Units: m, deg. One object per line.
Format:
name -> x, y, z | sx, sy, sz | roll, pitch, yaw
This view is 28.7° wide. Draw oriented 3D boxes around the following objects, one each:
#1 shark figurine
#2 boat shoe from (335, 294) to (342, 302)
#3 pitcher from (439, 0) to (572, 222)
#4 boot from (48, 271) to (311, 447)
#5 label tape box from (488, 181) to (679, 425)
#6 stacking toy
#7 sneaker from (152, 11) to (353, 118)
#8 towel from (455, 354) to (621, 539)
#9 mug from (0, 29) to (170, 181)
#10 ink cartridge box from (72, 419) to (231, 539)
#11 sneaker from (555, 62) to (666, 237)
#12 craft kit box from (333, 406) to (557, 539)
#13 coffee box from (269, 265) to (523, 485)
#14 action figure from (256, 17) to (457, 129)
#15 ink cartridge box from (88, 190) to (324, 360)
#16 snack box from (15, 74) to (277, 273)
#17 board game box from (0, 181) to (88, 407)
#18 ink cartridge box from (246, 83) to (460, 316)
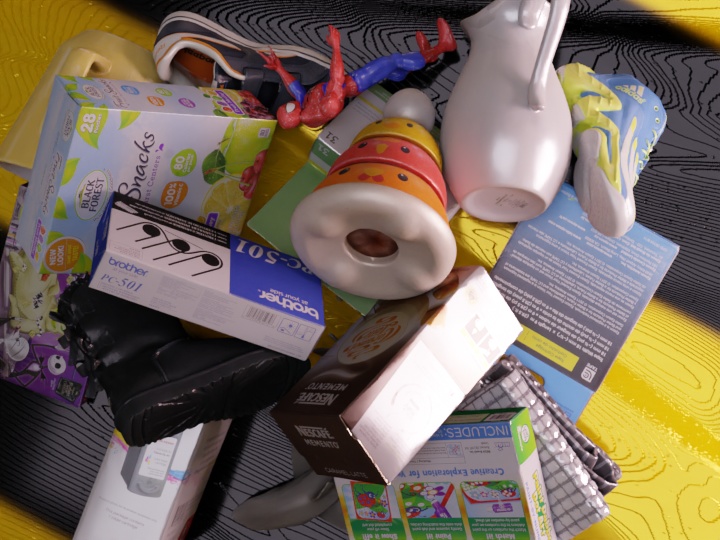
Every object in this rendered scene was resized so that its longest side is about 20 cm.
shark figurine -> -0.028, 0.178, 1.361 | 0.128, 0.089, 0.215 | 26, 94, 5
boat shoe -> 0.003, -0.003, 1.352 | 0.202, 0.075, 0.075 | 44, 52, 5
pitcher -> 0.143, -0.160, 1.276 | 0.121, 0.172, 0.201 | 10, 68, -14
boot -> -0.164, 0.062, 1.251 | 0.198, 0.074, 0.163 | -17, 51, -25
label tape box -> 0.192, 0.029, 1.348 | 0.144, 0.063, 0.200 | 31, 94, 7
stacking toy -> 0.025, -0.088, 1.257 | 0.146, 0.146, 0.200 | 8, 53, 6
sneaker -> -0.105, -0.179, 1.354 | 0.199, 0.080, 0.079 | 17, 130, -8
towel -> 0.128, 0.190, 1.315 | 0.166, 0.086, 0.200 | 51, 124, 5
mug -> -0.249, -0.146, 1.352 | 0.149, 0.186, 0.154 | 25, 82, -28
ink cartridge box -> -0.188, 0.177, 1.348 | 0.085, 0.148, 0.201 | 20, 90, 6
sneaker -> 0.246, -0.119, 1.306 | 0.105, 0.076, 0.201 | -5, 55, -9
craft kit box -> 0.078, 0.227, 1.281 | 0.199, 0.048, 0.198 | -6, 101, 32
coffee box -> 0.033, 0.088, 1.239 | 0.200, 0.114, 0.080 | -46, 112, -29
action figure -> -0.013, -0.202, 1.323 | 0.200, 0.065, 0.099 | -35, 96, -29
ink cartridge box -> -0.130, 0.005, 1.214 | 0.199, 0.094, 0.044 | 20, 121, -18
snack box -> -0.194, -0.082, 1.273 | 0.068, 0.199, 0.169 | 47, 127, 43
board game box -> -0.306, 0.025, 1.401 | 0.120, 0.032, 0.201 | 18, 105, 3
ink cartridge box -> 0.009, -0.072, 1.322 | 0.145, 0.048, 0.200 | 37, 53, 7
